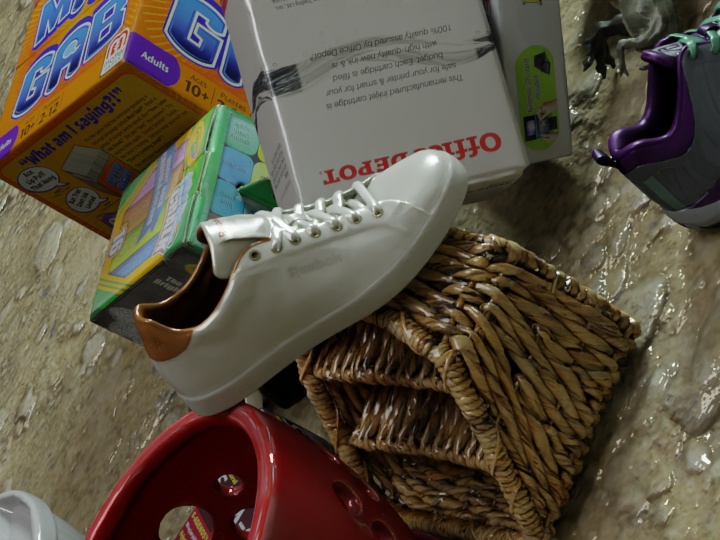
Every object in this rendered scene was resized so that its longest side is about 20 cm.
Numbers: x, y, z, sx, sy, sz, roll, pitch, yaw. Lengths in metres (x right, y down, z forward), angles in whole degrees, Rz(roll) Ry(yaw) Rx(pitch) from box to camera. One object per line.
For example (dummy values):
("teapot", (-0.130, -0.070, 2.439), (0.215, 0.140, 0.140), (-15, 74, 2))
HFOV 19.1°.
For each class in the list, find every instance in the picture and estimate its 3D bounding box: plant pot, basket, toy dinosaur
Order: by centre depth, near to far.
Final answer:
("plant pot", (-0.044, 0.196, 1.181), (0.200, 0.182, 0.201), (-41, 32, 33))
("basket", (0.035, 0.062, 1.221), (0.200, 0.142, 0.149), (5, 67, 61))
("toy dinosaur", (0.156, -0.172, 1.309), (0.088, 0.047, 0.201), (-32, 67, 51))

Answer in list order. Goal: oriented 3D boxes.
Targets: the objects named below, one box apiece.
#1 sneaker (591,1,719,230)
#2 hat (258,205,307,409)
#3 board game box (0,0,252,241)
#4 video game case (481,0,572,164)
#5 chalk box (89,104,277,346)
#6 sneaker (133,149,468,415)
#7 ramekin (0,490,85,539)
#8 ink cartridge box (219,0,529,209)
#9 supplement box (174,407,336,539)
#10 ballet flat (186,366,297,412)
("sneaker", (0.207, -0.124, 1.166), (0.201, 0.087, 0.074), (-61, 27, 0))
("hat", (0.000, 0.000, 1.389), (0.081, 0.201, 0.201), (12, 70, 22))
("board game box", (-0.136, -0.147, 1.655), (0.200, 0.199, 0.201), (-29, 40, 44))
("video game case", (0.071, -0.179, 1.381), (0.200, 0.045, 0.182), (-139, 40, -65))
("chalk box", (-0.086, -0.026, 1.520), (0.200, 0.124, 0.124), (-34, 37, 49))
("sneaker", (-0.034, -0.010, 1.148), (0.200, 0.085, 0.073), (-39, 30, -1))
("ramekin", (-0.255, 0.271, 1.573), (0.202, 0.094, 0.203), (-42, 32, 34))
("ink cartridge box", (0.003, -0.130, 1.305), (0.084, 0.144, 0.201), (128, 127, -74))
("supplement box", (-0.081, 0.201, 1.378), (0.200, 0.061, 0.109), (-57, 27, 6))
("ballet flat", (-0.076, 0.065, 1.464), (0.200, 0.069, 0.071), (117, 145, -51))
